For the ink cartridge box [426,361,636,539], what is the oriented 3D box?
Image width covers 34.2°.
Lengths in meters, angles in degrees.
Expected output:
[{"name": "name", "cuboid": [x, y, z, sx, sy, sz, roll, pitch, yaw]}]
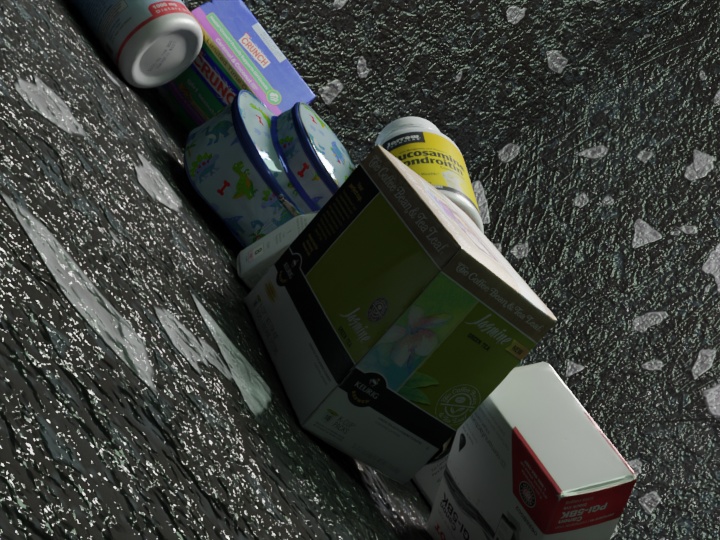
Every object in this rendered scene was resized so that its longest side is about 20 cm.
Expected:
[{"name": "ink cartridge box", "cuboid": [0.142, 0.206, 1.028, 0.147, 0.082, 0.201, 55, -37, 43]}]

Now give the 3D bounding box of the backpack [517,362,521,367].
[{"name": "backpack", "cuboid": [0.081, 0.083, 1.317, 0.176, 0.199, 0.154, 52, 14, -19]}]

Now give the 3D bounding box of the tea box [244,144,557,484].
[{"name": "tea box", "cuboid": [0.027, 0.034, 1.016, 0.133, 0.197, 0.200, 33, 14, -33]}]

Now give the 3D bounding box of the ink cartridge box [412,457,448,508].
[{"name": "ink cartridge box", "cuboid": [0.134, 0.249, 1.298, 0.176, 0.084, 0.200, 54, 4, 30]}]

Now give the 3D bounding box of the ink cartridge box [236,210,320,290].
[{"name": "ink cartridge box", "cuboid": [0.003, -0.002, 1.164, 0.163, 0.199, 0.057, 50, 13, -33]}]

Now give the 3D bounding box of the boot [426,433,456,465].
[{"name": "boot", "cuboid": [0.093, 0.156, 1.172, 0.097, 0.198, 0.075, -108, -160, -53]}]

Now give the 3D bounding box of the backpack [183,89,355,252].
[{"name": "backpack", "cuboid": [-0.087, -0.098, 1.268, 0.200, 0.147, 0.183, 46, 16, -26]}]

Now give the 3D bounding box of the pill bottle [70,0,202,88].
[{"name": "pill bottle", "cuboid": [-0.281, -0.322, 1.391, 0.200, 0.109, 0.109, 53, 4, 20]}]

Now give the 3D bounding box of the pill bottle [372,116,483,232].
[{"name": "pill bottle", "cuboid": [0.062, -0.082, 1.244, 0.112, 0.112, 0.201, 50, 18, -31]}]

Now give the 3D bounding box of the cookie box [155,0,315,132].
[{"name": "cookie box", "cuboid": [-0.169, -0.234, 1.493, 0.172, 0.075, 0.200, 52, -30, -2]}]
